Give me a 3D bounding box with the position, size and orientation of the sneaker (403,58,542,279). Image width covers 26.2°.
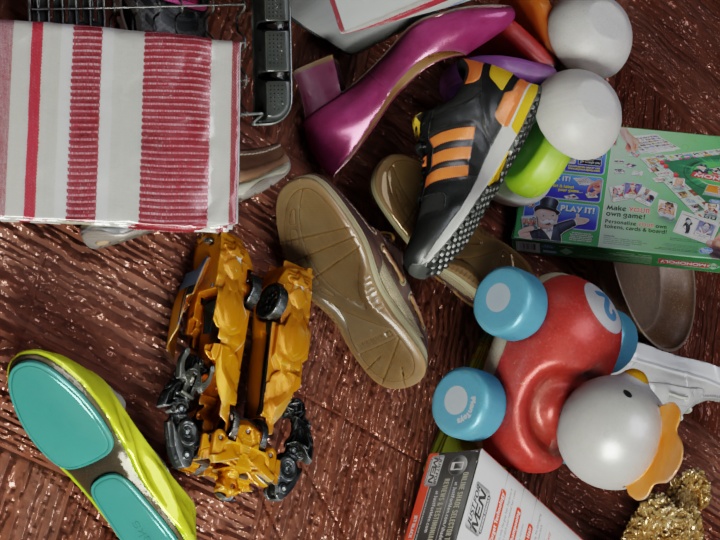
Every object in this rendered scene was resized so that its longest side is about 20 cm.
[{"bbox_3d":[0.072,-0.087,1.288,0.090,0.070,0.201,29,72,10],"label":"sneaker"}]

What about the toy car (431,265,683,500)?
[{"bbox_3d":[0.202,0.109,1.310,0.184,0.200,0.178,20,93,-48],"label":"toy car"}]

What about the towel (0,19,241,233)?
[{"bbox_3d":[-0.184,-0.102,1.093,0.199,0.023,0.145,3,81,-14],"label":"towel"}]

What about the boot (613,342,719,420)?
[{"bbox_3d":[0.299,0.132,1.549,0.199,0.073,0.096,16,80,-37],"label":"boot"}]

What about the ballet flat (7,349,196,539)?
[{"bbox_3d":[-0.177,0.125,1.089,0.200,0.067,0.067,58,26,-20],"label":"ballet flat"}]

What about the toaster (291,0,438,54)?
[{"bbox_3d":[-0.021,-0.297,1.307,0.180,0.118,0.201,32,59,-33],"label":"toaster"}]

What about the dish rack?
[{"bbox_3d":[-0.145,-0.181,1.144,0.199,0.055,0.154,-3,99,-13],"label":"dish rack"}]

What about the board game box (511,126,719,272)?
[{"bbox_3d":[0.252,-0.073,1.474,0.029,0.199,0.135,75,25,-61],"label":"board game box"}]

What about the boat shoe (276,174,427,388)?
[{"bbox_3d":[0.000,0.000,1.281,0.200,0.072,0.072,56,32,-18],"label":"boat shoe"}]

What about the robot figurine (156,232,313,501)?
[{"bbox_3d":[-0.093,0.078,1.178,0.145,0.058,0.201,26,61,-37],"label":"robot figurine"}]

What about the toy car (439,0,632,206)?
[{"bbox_3d":[0.145,-0.167,1.406,0.149,0.175,0.201,21,64,-19],"label":"toy car"}]

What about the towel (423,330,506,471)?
[{"bbox_3d":[0.121,0.126,1.402,0.086,0.018,0.200,46,51,-24],"label":"towel"}]

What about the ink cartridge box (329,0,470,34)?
[{"bbox_3d":[0.074,-0.287,1.210,0.200,0.144,0.146,-23,96,-45],"label":"ink cartridge box"}]

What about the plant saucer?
[{"bbox_3d":[0.282,-0.015,1.566,0.200,0.037,0.202,23,61,-50],"label":"plant saucer"}]

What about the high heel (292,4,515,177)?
[{"bbox_3d":[0.045,-0.153,1.294,0.067,0.199,0.097,-2,73,-73],"label":"high heel"}]

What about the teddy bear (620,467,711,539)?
[{"bbox_3d":[0.283,0.270,1.465,0.200,0.067,0.146,-16,129,-55],"label":"teddy bear"}]

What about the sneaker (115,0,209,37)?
[{"bbox_3d":[-0.136,-0.245,1.195,0.073,0.087,0.201,12,74,-35],"label":"sneaker"}]

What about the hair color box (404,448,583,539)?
[{"bbox_3d":[0.124,0.246,1.330,0.200,0.061,0.102,44,52,-35],"label":"hair color box"}]

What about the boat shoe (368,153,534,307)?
[{"bbox_3d":[0.068,-0.026,1.353,0.200,0.072,0.072,38,65,-31],"label":"boat shoe"}]

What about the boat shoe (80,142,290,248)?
[{"bbox_3d":[-0.133,-0.075,1.171,0.200,0.076,0.072,-22,92,-47],"label":"boat shoe"}]
